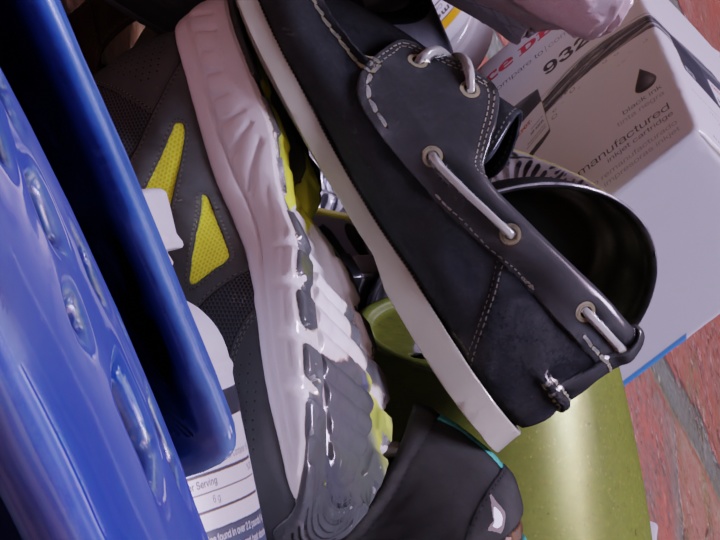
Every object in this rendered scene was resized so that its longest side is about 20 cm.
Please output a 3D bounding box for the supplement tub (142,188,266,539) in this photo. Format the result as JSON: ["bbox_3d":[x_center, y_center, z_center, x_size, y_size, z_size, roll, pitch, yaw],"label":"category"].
[{"bbox_3d":[-0.094,0.087,0.749,0.140,0.140,0.201,-12,91,-73],"label":"supplement tub"}]

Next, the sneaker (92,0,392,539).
[{"bbox_3d":[-0.048,0.008,0.849,0.075,0.084,0.201,52,20,-51],"label":"sneaker"}]

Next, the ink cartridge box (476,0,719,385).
[{"bbox_3d":[0.107,-0.041,1.240,0.084,0.145,0.200,43,17,-24],"label":"ink cartridge box"}]

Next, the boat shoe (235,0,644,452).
[{"bbox_3d":[0.018,-0.043,0.865,0.201,0.067,0.072,59,8,5],"label":"boat shoe"}]

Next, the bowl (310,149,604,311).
[{"bbox_3d":[0.000,0.000,1.098,0.201,0.200,0.095,-41,143,-71],"label":"bowl"}]

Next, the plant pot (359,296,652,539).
[{"bbox_3d":[0.031,0.116,0.960,0.187,0.186,0.201,-50,148,-69],"label":"plant pot"}]

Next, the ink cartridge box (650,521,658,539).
[{"bbox_3d":[0.087,0.231,1.270,0.200,0.084,0.147,-79,177,-52],"label":"ink cartridge box"}]

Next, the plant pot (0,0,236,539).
[{"bbox_3d":[-0.136,0.032,0.572,0.180,0.199,0.201,-88,160,-57],"label":"plant pot"}]

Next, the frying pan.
[{"bbox_3d":[0.018,0.016,0.991,0.031,0.189,0.115,-110,-171,-45],"label":"frying pan"}]

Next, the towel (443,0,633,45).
[{"bbox_3d":[-0.009,-0.135,0.910,0.032,0.199,0.191,-61,-175,0],"label":"towel"}]

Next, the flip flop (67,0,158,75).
[{"bbox_3d":[-0.085,-0.089,1.027,0.058,0.081,0.200,41,32,-16],"label":"flip flop"}]

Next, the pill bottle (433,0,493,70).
[{"bbox_3d":[-0.006,-0.160,1.249,0.200,0.112,0.113,52,31,-55],"label":"pill bottle"}]

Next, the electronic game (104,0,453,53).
[{"bbox_3d":[-0.054,-0.121,0.998,0.042,0.199,0.200,-59,177,21],"label":"electronic game"}]

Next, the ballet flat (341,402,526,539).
[{"bbox_3d":[-0.042,0.109,0.863,0.069,0.200,0.068,57,0,-7],"label":"ballet flat"}]
